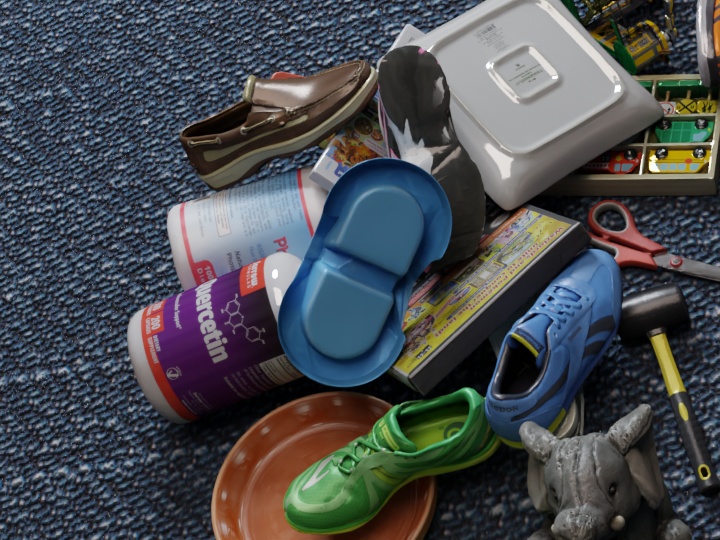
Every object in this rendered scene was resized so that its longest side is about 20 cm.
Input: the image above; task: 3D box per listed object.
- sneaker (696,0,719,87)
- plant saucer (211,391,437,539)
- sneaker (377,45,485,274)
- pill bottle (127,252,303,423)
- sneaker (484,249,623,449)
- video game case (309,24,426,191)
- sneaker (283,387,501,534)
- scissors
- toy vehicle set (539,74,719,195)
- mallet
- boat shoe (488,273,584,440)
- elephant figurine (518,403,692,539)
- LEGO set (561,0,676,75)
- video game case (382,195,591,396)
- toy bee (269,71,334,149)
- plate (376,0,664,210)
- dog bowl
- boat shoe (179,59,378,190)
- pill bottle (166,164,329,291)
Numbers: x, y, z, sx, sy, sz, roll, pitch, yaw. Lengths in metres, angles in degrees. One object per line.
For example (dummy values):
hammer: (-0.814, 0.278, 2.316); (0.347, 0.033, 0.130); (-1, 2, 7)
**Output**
sneaker: (0.378, -0.243, 1.746); (0.112, 0.078, 0.200); (4, 44, 19)
plant saucer: (-0.030, 0.197, 1.615); (0.200, 0.032, 0.200); (-9, 54, 12)
sneaker: (0.061, -0.098, 1.662); (0.080, 0.086, 0.200); (-8, 90, -5)
pill bottle: (-0.101, 0.055, 1.675); (0.200, 0.112, 0.113); (-23, 51, 13)
sneaker: (0.162, 0.051, 1.546); (0.066, 0.078, 0.200); (15, 59, 29)
video game case: (0.058, -0.121, 1.725); (0.143, 0.018, 0.200); (33, 58, -3)
sneaker: (0.020, 0.150, 1.559); (0.200, 0.084, 0.074); (-28, 52, -2)
scissors: (0.268, -0.004, 1.671); (0.200, 0.014, 0.073); (32, 68, 33)
toy vehicle set: (0.241, -0.128, 1.758); (0.200, 0.027, 0.124); (0, 56, 19)
mallet: (0.276, 0.096, 1.583); (0.066, 0.041, 0.200); (-25, 55, 4)
boat shoe: (0.155, 0.076, 1.620); (0.073, 0.062, 0.200); (-16, 52, 12)
elephant figurine: (0.185, 0.166, 1.456); (0.141, 0.200, 0.155); (-39, 52, -10)
LEGO set: (0.256, -0.299, 1.783); (0.116, 0.200, 0.154); (-33, 26, -8)
video game case: (0.088, 0.016, 1.646); (0.200, 0.026, 0.181); (-42, 21, -9)
toy bee: (0.006, -0.134, 1.795); (0.200, 0.131, 0.109); (-2, 79, 5)
plate: (0.150, -0.175, 1.725); (0.200, 0.032, 0.200); (-31, 67, -21)
dog bowl: (0.000, 0.000, 1.589); (0.111, 0.050, 0.200); (23, 91, -11)
boat shoe: (-0.080, -0.145, 1.711); (0.202, 0.075, 0.075); (-29, 27, 20)
pill bottle: (-0.071, -0.035, 1.748); (0.200, 0.109, 0.109); (-17, 52, 8)
